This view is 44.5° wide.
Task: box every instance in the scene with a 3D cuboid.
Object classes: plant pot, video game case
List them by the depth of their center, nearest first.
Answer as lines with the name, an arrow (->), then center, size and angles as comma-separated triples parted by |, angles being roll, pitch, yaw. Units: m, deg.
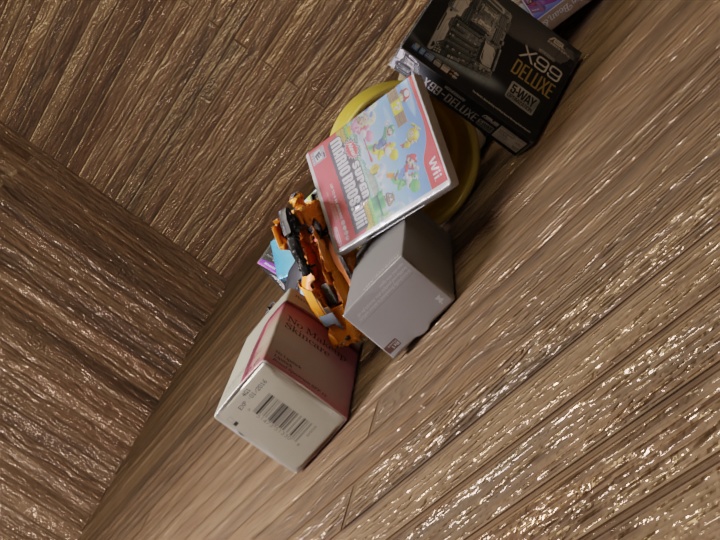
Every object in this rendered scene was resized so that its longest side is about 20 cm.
video game case -> 0.020, -0.123, 1.057 | 0.017, 0.144, 0.200 | 0, -23, -47
plant pot -> 0.042, -0.165, 1.229 | 0.201, 0.200, 0.189 | -54, 20, 3

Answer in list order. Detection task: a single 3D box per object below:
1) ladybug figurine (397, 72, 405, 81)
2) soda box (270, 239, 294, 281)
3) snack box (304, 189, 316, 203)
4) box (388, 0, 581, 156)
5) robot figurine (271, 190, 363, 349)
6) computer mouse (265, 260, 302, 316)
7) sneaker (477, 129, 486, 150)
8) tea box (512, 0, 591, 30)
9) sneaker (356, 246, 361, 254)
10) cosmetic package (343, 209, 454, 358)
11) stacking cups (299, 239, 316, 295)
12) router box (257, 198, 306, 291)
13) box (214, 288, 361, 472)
ladybug figurine -> 0.119, -0.288, 1.538 | 0.072, 0.136, 0.201 | -17, 58, 29
soda box -> -0.039, -0.044, 1.361 | 0.199, 0.068, 0.064 | -21, -18, 26
snack box -> 0.002, -0.109, 1.423 | 0.200, 0.053, 0.142 | -43, 55, 17
box -> 0.158, -0.263, 1.093 | 0.158, 0.200, 0.050 | -58, 7, -22
robot figurine -> -0.045, -0.007, 1.128 | 0.058, 0.201, 0.145 | -26, 6, 29
computer mouse -> -0.068, 0.049, 1.282 | 0.046, 0.141, 0.200 | -10, -35, -51
sneaker -> 0.148, -0.224, 1.347 | 0.130, 0.079, 0.199 | -55, 10, -12
tea box -> 0.242, -0.421, 1.285 | 0.200, 0.134, 0.197 | -36, 16, 11
sneaker -> 0.000, 0.000, 1.313 | 0.200, 0.075, 0.090 | -27, -3, 36
cosmetic package -> 0.049, 0.004, 1.049 | 0.107, 0.090, 0.200 | -47, 10, 18
stacking cups -> -0.058, 0.044, 1.229 | 0.061, 0.060, 0.201 | -88, 7, -72
router box -> -0.105, -0.029, 1.670 | 0.149, 0.051, 0.200 | -57, -23, -11
box -> -0.085, 0.133, 1.116 | 0.109, 0.128, 0.200 | -49, 12, 22
